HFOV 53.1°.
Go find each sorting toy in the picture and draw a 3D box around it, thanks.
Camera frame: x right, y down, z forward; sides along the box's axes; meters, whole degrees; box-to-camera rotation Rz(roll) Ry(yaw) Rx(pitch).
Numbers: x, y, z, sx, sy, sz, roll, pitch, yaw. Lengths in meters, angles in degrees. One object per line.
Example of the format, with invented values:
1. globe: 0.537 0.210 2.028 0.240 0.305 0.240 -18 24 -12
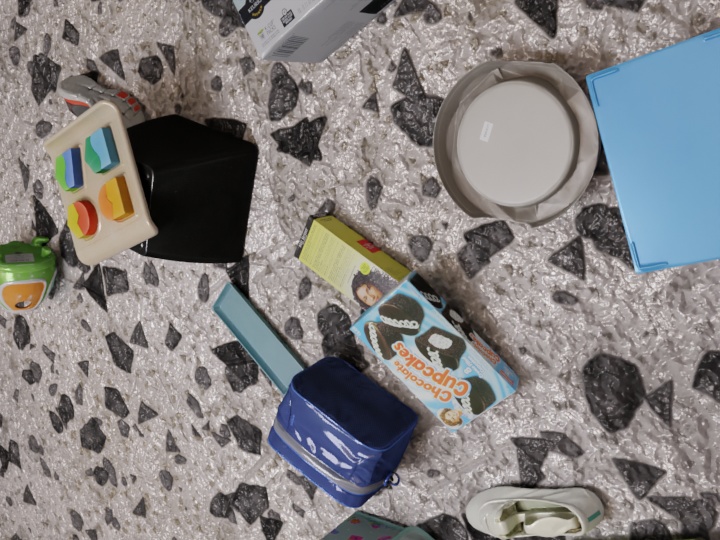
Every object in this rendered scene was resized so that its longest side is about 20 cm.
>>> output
1. sorting toy: -0.385 -0.121 1.042 0.185 0.036 0.200 -19 90 36

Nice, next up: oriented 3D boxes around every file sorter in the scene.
1. file sorter: 0.332 -0.116 0.708 0.139 0.123 0.200 -13 93 37

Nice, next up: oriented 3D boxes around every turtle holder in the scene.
1. turtle holder: -0.693 0.005 1.441 0.185 0.141 0.132 16 111 30

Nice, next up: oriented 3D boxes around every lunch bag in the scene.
1. lunch bag: 0.024 0.446 1.027 0.200 0.170 0.122 3 105 38
2. lunch bag: -0.023 0.239 1.033 0.200 0.136 0.132 35 119 22

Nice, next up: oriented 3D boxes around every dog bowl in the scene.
1. dog bowl: 0.186 -0.148 0.842 0.200 0.059 0.200 9 105 33

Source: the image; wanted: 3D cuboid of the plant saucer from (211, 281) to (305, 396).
1. plant saucer: -0.166 0.109 1.175 0.200 0.019 0.070 47 123 16

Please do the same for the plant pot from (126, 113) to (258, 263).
1. plant pot: -0.304 -0.119 1.118 0.199 0.177 0.200 25 115 29

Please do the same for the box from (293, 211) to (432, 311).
1. box: 0.000 0.000 1.013 0.200 0.050 0.075 36 120 24

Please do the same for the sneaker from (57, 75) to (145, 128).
1. sneaker: -0.443 -0.269 1.259 0.200 0.077 0.082 35 146 24

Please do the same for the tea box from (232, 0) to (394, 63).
1. tea box: -0.063 -0.402 0.907 0.200 0.134 0.197 -30 83 36

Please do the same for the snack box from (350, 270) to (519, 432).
1. snack box: 0.096 0.109 0.943 0.200 0.037 0.116 45 121 -3

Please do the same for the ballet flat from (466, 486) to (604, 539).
1. ballet flat: 0.212 0.318 0.933 0.200 0.069 0.070 -18 91 37
